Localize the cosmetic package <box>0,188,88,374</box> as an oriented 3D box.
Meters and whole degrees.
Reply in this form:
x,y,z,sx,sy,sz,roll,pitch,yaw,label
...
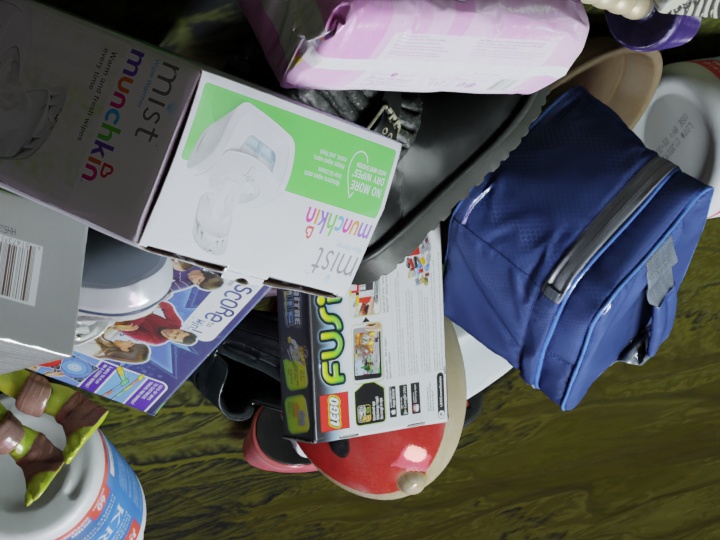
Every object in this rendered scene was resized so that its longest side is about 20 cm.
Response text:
x,y,z,sx,sy,sz,roll,pitch,yaw,label
-0.243,0.012,1.446,0.106,0.091,0.200,16,164,-37,cosmetic package

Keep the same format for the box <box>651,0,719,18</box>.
x,y,z,sx,sy,sz,roll,pitch,yaw,label
0.252,-0.200,1.646,0.199,0.069,0.082,-1,148,-45,box

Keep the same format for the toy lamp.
x,y,z,sx,sy,sz,roll,pitch,yaw,label
0.143,-0.167,1.619,0.058,0.058,0.200,-38,155,28,toy lamp

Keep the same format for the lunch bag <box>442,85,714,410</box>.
x,y,z,sx,sy,sz,roll,pitch,yaw,label
0.140,-0.002,1.717,0.136,0.132,0.200,-45,164,-19,lunch bag

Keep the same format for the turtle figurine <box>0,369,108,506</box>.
x,y,z,sx,sy,sz,roll,pitch,yaw,label
-0.244,0.069,1.647,0.200,0.161,0.064,-47,-173,22,turtle figurine

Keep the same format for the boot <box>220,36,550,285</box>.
x,y,z,sx,sy,sz,roll,pitch,yaw,label
0.018,-0.111,1.580,0.211,0.079,0.158,-51,130,-20,boot

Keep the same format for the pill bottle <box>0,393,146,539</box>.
x,y,z,sx,sy,sz,roll,pitch,yaw,label
-0.213,0.163,1.905,0.112,0.113,0.200,-25,159,0,pill bottle

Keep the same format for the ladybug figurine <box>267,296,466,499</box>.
x,y,z,sx,sy,sz,roll,pitch,yaw,label
-0.003,0.063,1.796,0.136,0.200,0.072,-39,145,15,ladybug figurine

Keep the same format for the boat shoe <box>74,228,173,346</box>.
x,y,z,sx,sy,sz,roll,pitch,yaw,label
-0.161,0.008,1.504,0.073,0.066,0.200,-28,-156,-26,boat shoe

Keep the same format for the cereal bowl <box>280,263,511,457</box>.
x,y,z,sx,sy,sz,roll,pitch,yaw,label
0.026,0.053,1.941,0.199,0.084,0.200,-25,163,-8,cereal bowl

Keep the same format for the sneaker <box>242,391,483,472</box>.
x,y,z,sx,sy,sz,roll,pitch,yaw,label
-0.003,0.111,2.100,0.199,0.074,0.087,-12,168,-23,sneaker

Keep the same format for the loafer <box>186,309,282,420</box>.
x,y,z,sx,sy,sz,roll,pitch,yaw,label
-0.082,0.060,1.756,0.200,0.071,0.068,7,147,32,loafer

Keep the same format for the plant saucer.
x,y,z,sx,sy,sz,roll,pitch,yaw,label
0.113,-0.083,1.761,0.200,0.030,0.200,-35,161,-14,plant saucer

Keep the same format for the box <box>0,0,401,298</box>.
x,y,z,sx,sy,sz,roll,pitch,yaw,label
-0.109,-0.066,1.387,0.200,0.176,0.097,16,95,-58,box

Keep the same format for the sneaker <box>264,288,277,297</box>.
x,y,z,sx,sy,sz,roll,pitch,yaw,label
-0.055,-0.025,1.704,0.199,0.078,0.099,-24,155,-7,sneaker

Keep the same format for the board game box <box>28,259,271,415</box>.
x,y,z,sx,sy,sz,roll,pitch,yaw,label
-0.138,0.006,1.650,0.135,0.035,0.200,22,137,-23,board game box

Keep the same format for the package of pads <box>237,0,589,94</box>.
x,y,z,sx,sy,sz,roll,pitch,yaw,label
0.020,-0.155,1.425,0.199,0.121,0.076,-2,149,-44,package of pads

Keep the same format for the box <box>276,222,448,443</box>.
x,y,z,sx,sy,sz,roll,pitch,yaw,label
0.000,0.000,1.672,0.110,0.201,0.035,-6,-173,-38,box

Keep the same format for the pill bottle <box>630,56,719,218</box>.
x,y,z,sx,sy,sz,roll,pitch,yaw,label
0.288,-0.099,1.861,0.199,0.109,0.109,-10,154,-34,pill bottle
